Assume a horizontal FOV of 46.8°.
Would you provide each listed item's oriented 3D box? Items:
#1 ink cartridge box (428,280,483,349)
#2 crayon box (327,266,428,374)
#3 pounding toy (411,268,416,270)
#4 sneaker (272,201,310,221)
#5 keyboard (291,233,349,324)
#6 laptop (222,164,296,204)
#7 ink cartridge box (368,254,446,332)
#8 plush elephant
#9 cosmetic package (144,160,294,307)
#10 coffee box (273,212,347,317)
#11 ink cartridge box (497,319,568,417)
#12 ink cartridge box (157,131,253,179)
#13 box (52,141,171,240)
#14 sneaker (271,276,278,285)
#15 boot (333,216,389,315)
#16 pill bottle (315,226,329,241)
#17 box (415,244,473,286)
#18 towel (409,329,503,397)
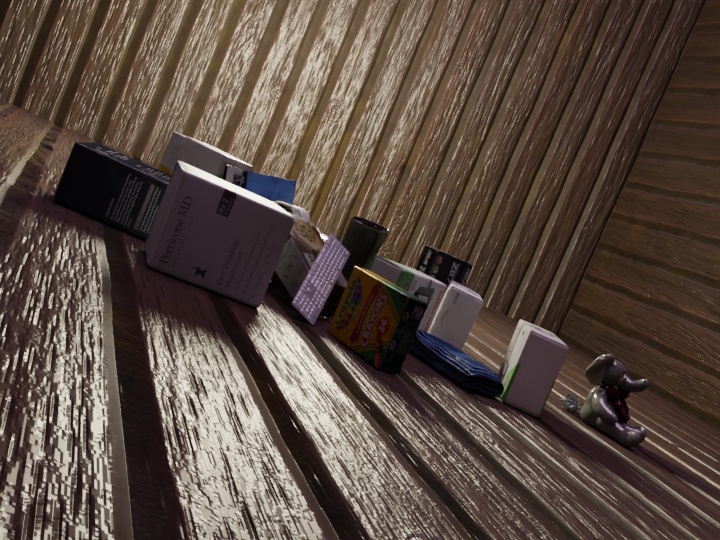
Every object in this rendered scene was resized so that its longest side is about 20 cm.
[{"bbox_3d":[0.208,0.110,1.878,0.085,0.149,0.200,25,5,3],"label":"ink cartridge box"},{"bbox_3d":[0.017,0.076,1.414,0.050,0.129,0.199,20,5,-36],"label":"crayon box"},{"bbox_3d":[0.037,0.019,2.041,0.198,0.144,0.183,26,5,28],"label":"pounding toy"},{"bbox_3d":[-0.162,-0.111,1.777,0.080,0.078,0.199,-18,-7,33],"label":"sneaker"},{"bbox_3d":[-0.070,0.012,1.514,0.011,0.201,0.057,-21,-61,36],"label":"keyboard"},{"bbox_3d":[-0.225,-0.114,1.777,0.114,0.191,0.200,10,3,6],"label":"laptop"},{"bbox_3d":[0.080,0.066,1.708,0.083,0.148,0.199,25,5,33],"label":"ink cartridge box"},{"bbox_3d":[0.547,0.267,1.794,0.198,0.157,0.164,27,6,32],"label":"plush elephant"},{"bbox_3d":[-0.241,-0.063,1.400,0.197,0.167,0.165,21,6,-21],"label":"cosmetic package"},{"bbox_3d":[-0.114,-0.016,1.614,0.112,0.080,0.201,21,29,-45],"label":"coffee box"},{"bbox_3d":[0.334,0.189,1.650,0.083,0.148,0.200,22,4,4],"label":"ink cartridge box"},{"bbox_3d":[-0.357,-0.174,1.819,0.144,0.203,0.146,25,5,17],"label":"ink cartridge box"},{"bbox_3d":[-0.459,-0.155,1.606,0.197,0.119,0.197,24,5,-10],"label":"box"},{"bbox_3d":[-0.137,0.001,1.799,0.066,0.091,0.201,-2,28,15],"label":"sneaker"},{"bbox_3d":[0.002,0.001,1.698,0.072,0.203,0.181,27,6,39],"label":"boot"},{"bbox_3d":[-0.178,-0.083,2.260,0.198,0.116,0.114,26,5,21],"label":"pill bottle"},{"bbox_3d":[0.176,0.055,1.997,0.049,0.203,0.160,25,3,40],"label":"box"},{"bbox_3d":[0.184,0.178,1.606,0.111,0.049,0.199,22,5,-38],"label":"towel"}]
